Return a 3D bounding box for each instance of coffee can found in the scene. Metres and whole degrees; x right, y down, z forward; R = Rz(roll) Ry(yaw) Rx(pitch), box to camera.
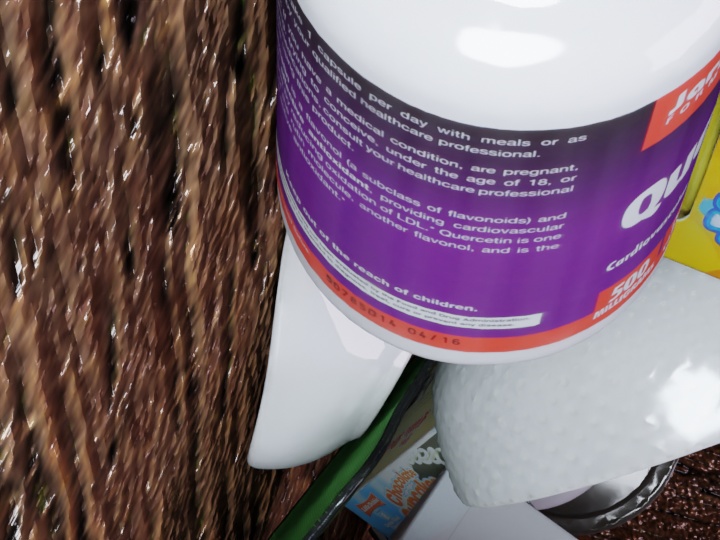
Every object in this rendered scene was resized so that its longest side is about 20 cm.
[{"bbox_3d":[0.148,0.104,1.637,0.200,0.146,0.147,28,84,-82],"label":"coffee can"}]

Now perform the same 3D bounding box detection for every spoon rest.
[{"bbox_3d":[0.000,0.000,0.764,0.100,0.061,0.200,-61,-177,-31],"label":"spoon rest"}]

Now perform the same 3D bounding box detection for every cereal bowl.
[{"bbox_3d":[0.114,0.013,0.878,0.200,0.200,0.084,-25,94,-78],"label":"cereal bowl"}]

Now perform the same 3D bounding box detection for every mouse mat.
[{"bbox_3d":[-0.019,0.087,0.825,0.161,0.008,0.200,-52,179,26],"label":"mouse mat"}]

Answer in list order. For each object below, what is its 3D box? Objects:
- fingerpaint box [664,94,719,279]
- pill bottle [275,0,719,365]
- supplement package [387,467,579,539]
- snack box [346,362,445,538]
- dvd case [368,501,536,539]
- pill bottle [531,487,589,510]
[{"bbox_3d":[0.106,-0.107,0.735,0.073,0.166,0.200,-57,167,-55],"label":"fingerpaint box"},{"bbox_3d":[0.035,-0.062,0.579,0.200,0.112,0.113,94,19,-66],"label":"pill bottle"},{"bbox_3d":[0.066,0.219,1.060,0.152,0.200,0.151,-53,177,-31],"label":"supplement package"},{"bbox_3d":[0.064,0.048,1.095,0.116,0.037,0.200,-56,-176,-27],"label":"snack box"},{"bbox_3d":[0.078,0.173,1.218,0.016,0.149,0.200,-36,176,-21],"label":"dvd case"},{"bbox_3d":[0.098,0.081,1.373,0.200,0.112,0.112,12,100,-83],"label":"pill bottle"}]
